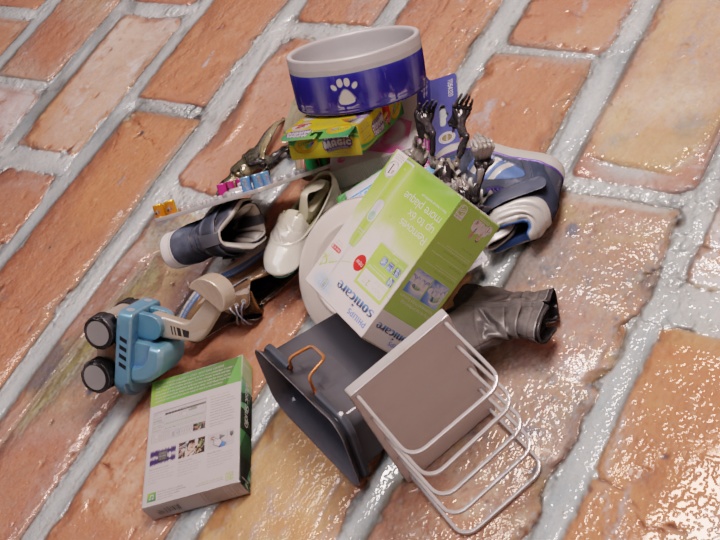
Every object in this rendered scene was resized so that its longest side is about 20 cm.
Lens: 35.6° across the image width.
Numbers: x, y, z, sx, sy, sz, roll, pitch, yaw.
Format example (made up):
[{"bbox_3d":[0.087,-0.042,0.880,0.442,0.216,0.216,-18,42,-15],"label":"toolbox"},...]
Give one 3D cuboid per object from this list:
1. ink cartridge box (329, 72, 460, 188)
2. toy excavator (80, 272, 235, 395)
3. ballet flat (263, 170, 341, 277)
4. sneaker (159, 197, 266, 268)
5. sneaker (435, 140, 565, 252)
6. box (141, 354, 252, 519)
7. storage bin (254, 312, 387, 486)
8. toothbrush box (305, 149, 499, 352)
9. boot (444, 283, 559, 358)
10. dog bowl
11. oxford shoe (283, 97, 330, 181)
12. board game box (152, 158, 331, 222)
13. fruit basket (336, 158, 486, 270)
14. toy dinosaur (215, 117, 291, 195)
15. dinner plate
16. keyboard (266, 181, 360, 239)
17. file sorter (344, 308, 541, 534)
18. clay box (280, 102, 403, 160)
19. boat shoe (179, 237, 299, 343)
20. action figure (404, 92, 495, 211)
[{"bbox_3d":[0.051,-0.228,1.708,0.198,0.044,0.198,-16,43,17],"label":"ink cartridge box"},{"bbox_3d":[-0.270,0.086,1.541,0.197,0.197,0.100,12,18,17],"label":"toy excavator"},{"bbox_3d":[-0.086,-0.074,1.593,0.069,0.070,0.201,2,39,29],"label":"ballet flat"},{"bbox_3d":[-0.174,-0.066,1.613,0.145,0.078,0.202,-18,11,35],"label":"sneaker"},{"bbox_3d":[0.168,-0.094,1.509,0.198,0.081,0.147,8,53,26],"label":"sneaker"},{"bbox_3d":[-0.213,0.218,1.482,0.143,0.036,0.202,-17,48,15],"label":"box"},{"bbox_3d":[-0.020,0.136,1.385,0.134,0.147,0.199,-35,44,-19],"label":"storage bin"},{"bbox_3d":[0.048,-0.021,1.353,0.201,0.086,0.146,-54,42,7],"label":"toothbrush box"},{"bbox_3d":[0.159,0.075,1.349,0.130,0.070,0.201,2,37,29],"label":"boot"},{"bbox_3d":[-0.004,-0.292,1.630,0.197,0.080,0.201,-11,21,4],"label":"dog bowl"},{"bbox_3d":[-0.084,-0.208,1.762,0.073,0.071,0.202,-27,40,30],"label":"oxford shoe"},{"bbox_3d":[-0.170,-0.121,1.617,0.198,0.026,0.200,-14,8,31],"label":"board game box"},{"bbox_3d":[0.052,-0.046,1.521,0.184,0.094,0.201,-30,52,10],"label":"fruit basket"},{"bbox_3d":[-0.156,-0.178,1.782,0.087,0.048,0.201,12,56,42],"label":"toy dinosaur"},{"bbox_3d":[0.000,0.000,1.489,0.198,0.024,0.203,-4,82,26],"label":"dinner plate"},{"bbox_3d":[-0.075,-0.068,1.667,0.199,0.011,0.056,-36,45,-4],"label":"keyboard"},{"bbox_3d":[0.100,0.174,1.235,0.138,0.201,0.125,-39,47,-8],"label":"file sorter"},{"bbox_3d":[-0.025,-0.208,1.612,0.113,0.048,0.200,-2,27,26],"label":"clay box"},{"bbox_3d":[-0.171,0.036,1.587,0.200,0.072,0.072,-43,51,-8],"label":"boat shoe"},{"bbox_3d":[0.112,-0.142,1.465,0.117,0.103,0.202,-2,56,-2],"label":"action figure"}]
